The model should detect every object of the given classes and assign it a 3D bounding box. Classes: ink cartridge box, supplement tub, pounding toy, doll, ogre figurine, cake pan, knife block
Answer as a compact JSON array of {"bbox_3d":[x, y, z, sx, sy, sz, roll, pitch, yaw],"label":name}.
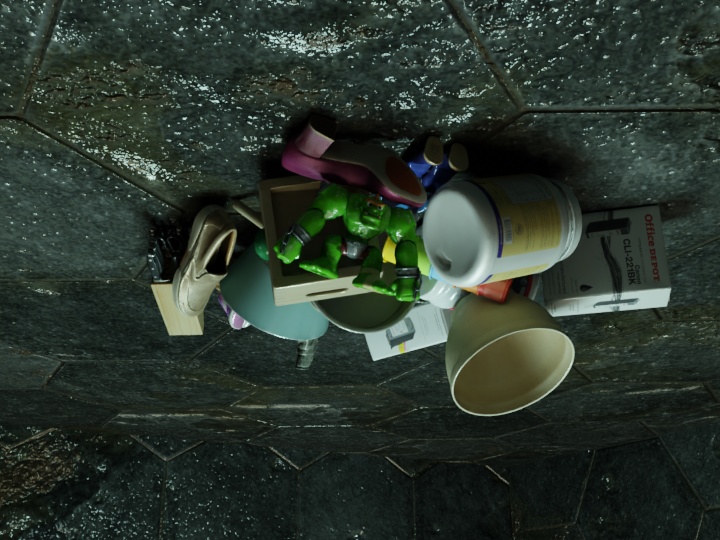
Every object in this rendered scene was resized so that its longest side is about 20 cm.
[{"bbox_3d":[0.126,0.108,1.643,0.198,0.087,0.146,-21,176,38],"label":"ink cartridge box"},{"bbox_3d":[0.393,-0.014,1.328,0.196,0.147,0.084,-6,158,12],"label":"ink cartridge box"},{"bbox_3d":[0.186,0.000,1.360,0.197,0.143,0.140,11,156,-28],"label":"supplement tub"},{"bbox_3d":[-0.084,-0.052,1.193,0.196,0.188,0.142,-8,165,-7],"label":"pounding toy"},{"bbox_3d":[0.071,-0.122,1.179,0.134,0.049,0.200,12,152,-21],"label":"doll"},{"bbox_3d":[-0.005,-0.042,1.075,0.196,0.122,0.098,15,174,7],"label":"ogre figurine"},{"bbox_3d":[0.203,-0.061,1.158,0.197,0.148,0.145,-9,166,-34],"label":"supplement tub"},{"bbox_3d":[0.000,0.000,1.282,0.196,0.205,0.037,6,166,-17],"label":"cake pan"},{"bbox_3d":[-0.314,0.024,1.372,0.063,0.205,0.176,-1,-172,1],"label":"knife block"}]

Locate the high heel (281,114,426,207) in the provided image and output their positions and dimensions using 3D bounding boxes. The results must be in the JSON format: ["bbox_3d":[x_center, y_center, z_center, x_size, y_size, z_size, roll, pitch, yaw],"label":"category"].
[{"bbox_3d":[-0.008,-0.129,1.102,0.198,0.068,0.096,33,139,-14],"label":"high heel"}]

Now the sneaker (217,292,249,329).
[{"bbox_3d":[-0.200,0.054,1.587,0.199,0.088,0.081,-1,123,-55],"label":"sneaker"}]

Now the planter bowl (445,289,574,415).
[{"bbox_3d":[0.216,0.110,1.279,0.196,0.136,0.203,-10,136,-10],"label":"planter bowl"}]

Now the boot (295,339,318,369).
[{"bbox_3d":[-0.105,0.137,1.618,0.066,0.134,0.200,8,-176,3],"label":"boot"}]

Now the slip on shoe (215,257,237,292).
[{"bbox_3d":[-0.164,0.041,1.464,0.197,0.061,0.076,23,150,8],"label":"slip on shoe"}]

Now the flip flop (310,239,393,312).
[{"bbox_3d":[-0.011,-0.002,1.332,0.081,0.200,0.058,45,155,1],"label":"flip flop"}]

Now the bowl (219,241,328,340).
[{"bbox_3d":[-0.124,0.013,1.361,0.198,0.202,0.106,13,116,-31],"label":"bowl"}]

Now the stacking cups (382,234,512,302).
[{"bbox_3d":[0.133,-0.010,1.231,0.197,0.061,0.061,20,163,16],"label":"stacking cups"}]

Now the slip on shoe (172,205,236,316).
[{"bbox_3d":[-0.242,-0.003,1.293,0.075,0.060,0.203,-13,133,-52],"label":"slip on shoe"}]

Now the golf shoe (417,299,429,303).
[{"bbox_3d":[0.145,0.028,1.525,0.195,0.079,0.088,-2,166,5],"label":"golf shoe"}]
